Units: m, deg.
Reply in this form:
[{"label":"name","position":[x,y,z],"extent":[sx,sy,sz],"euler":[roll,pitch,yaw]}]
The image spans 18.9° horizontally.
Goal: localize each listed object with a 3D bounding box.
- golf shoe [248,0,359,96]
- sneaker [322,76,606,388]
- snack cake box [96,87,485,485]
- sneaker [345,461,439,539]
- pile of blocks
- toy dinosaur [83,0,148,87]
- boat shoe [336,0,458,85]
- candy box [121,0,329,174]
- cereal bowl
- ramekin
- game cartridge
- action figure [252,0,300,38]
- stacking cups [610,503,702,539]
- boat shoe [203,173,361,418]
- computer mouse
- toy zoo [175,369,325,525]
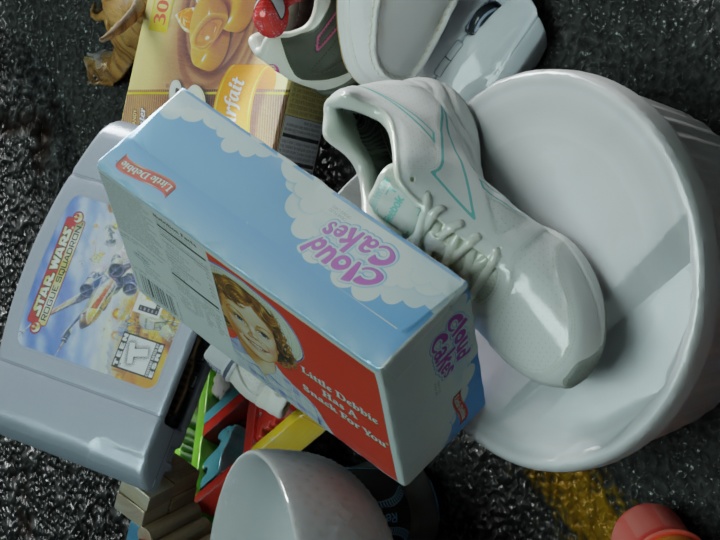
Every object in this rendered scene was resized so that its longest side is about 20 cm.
[{"label":"golf shoe","position":[-0.001,-0.199,1.228],"extent":[0.077,0.088,0.201],"euler":[14,92,56]},{"label":"sneaker","position":[0.045,-0.018,1.072],"extent":[0.201,0.080,0.071],"euler":[53,123,29]},{"label":"snack cake box","position":[-0.035,0.007,1.095],"extent":[0.200,0.067,0.115],"euler":[35,155,27]},{"label":"sneaker","position":[-0.047,0.146,1.294],"extent":[0.199,0.082,0.074],"euler":[-16,82,45]},{"label":"pile of blocks","position":[-0.109,0.198,1.267],"extent":[0.082,0.062,0.201],"euler":[-31,85,40]},{"label":"toy dinosaur","position":[-0.142,-0.167,1.381],"extent":[0.200,0.060,0.107],"euler":[137,139,-75]},{"label":"boat shoe","position":[0.045,-0.191,1.158],"extent":[0.069,0.071,0.201],"euler":[21,97,46]},{"label":"candy box","position":[-0.082,-0.098,1.311],"extent":[0.115,0.055,0.201],"euler":[14,94,29]},{"label":"cereal bowl","position":[-0.021,0.194,1.141],"extent":[0.200,0.083,0.202],"euler":[-176,90,-72]},{"label":"ramekin","position":[0.122,0.000,1.115],"extent":[0.202,0.094,0.204],"euler":[0,90,45]},{"label":"game cartridge","position":[-0.138,0.016,1.258],"extent":[0.132,0.042,0.201],"euler":[16,81,25]},{"label":"action figure","position":[-0.039,-0.227,1.166],"extent":[0.065,0.099,0.201],"euler":[2,69,22]},{"label":"stacking cups","position":[0.165,0.177,1.044],"extent":[0.200,0.060,0.061],"euler":[-121,44,-69]},{"label":"boat shoe","position":[0.000,0.000,1.195],"extent":[0.070,0.071,0.200],"euler":[43,101,5]},{"label":"computer mouse","position":[0.067,-0.127,1.203],"extent":[0.110,0.044,0.201],"euler":[42,118,35]},{"label":"toy zoo","position":[-0.058,0.070,1.301],"extent":[0.200,0.020,0.132],"euler":[-41,31,37]}]
